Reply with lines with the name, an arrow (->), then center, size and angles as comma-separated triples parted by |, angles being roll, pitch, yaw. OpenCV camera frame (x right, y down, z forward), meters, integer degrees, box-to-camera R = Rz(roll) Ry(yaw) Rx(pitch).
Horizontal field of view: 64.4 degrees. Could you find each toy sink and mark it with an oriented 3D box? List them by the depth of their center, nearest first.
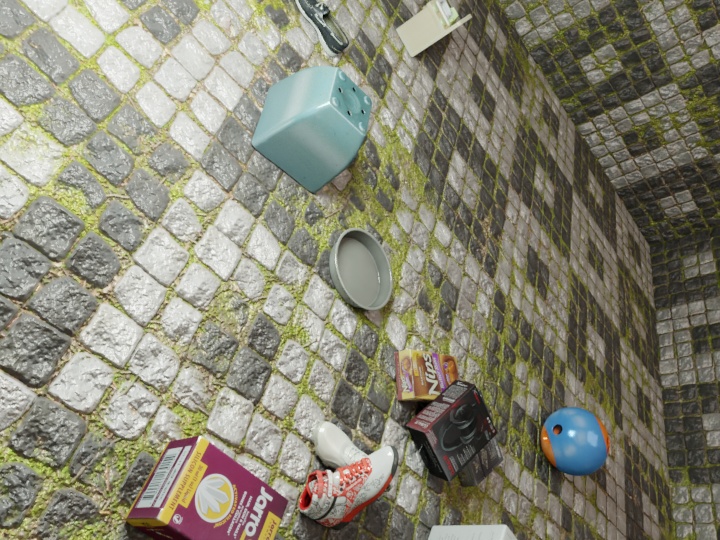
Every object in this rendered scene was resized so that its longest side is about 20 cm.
toy sink -> 0.237, -0.803, 1.848 | 0.112, 0.199, 0.130 | 56, 42, -15

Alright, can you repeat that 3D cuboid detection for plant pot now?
plant pot -> -0.086, -0.331, 1.268 | 0.196, 0.199, 0.197 | 35, 49, -35

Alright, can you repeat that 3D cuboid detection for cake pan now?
cake pan -> 0.000, 0.000, 1.350 | 0.200, 0.037, 0.202 | 23, 58, -42

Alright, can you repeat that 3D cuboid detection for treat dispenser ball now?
treat dispenser ball -> 0.658, 0.524, 1.758 | 0.200, 0.200, 0.202 | 23, 57, -42

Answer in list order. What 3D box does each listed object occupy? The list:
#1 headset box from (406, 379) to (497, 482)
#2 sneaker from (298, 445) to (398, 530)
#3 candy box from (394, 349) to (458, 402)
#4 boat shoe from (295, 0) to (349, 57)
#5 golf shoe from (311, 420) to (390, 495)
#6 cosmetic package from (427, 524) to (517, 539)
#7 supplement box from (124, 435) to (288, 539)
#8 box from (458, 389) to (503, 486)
headset box -> 0.211, 0.381, 1.349 | 0.199, 0.077, 0.150 | -34, 107, -28
sneaker -> -0.026, 0.386, 1.046 | 0.108, 0.202, 0.067 | 35, 13, -25
candy box -> 0.169, 0.266, 1.418 | 0.199, 0.056, 0.118 | 15, 64, -43
boat shoe -> -0.100, -0.668, 1.507 | 0.200, 0.060, 0.076 | 53, 42, -20
golf shoe -> -0.012, 0.370, 1.130 | 0.200, 0.097, 0.078 | 53, 43, -17
cosmetic package -> 0.247, 0.665, 1.218 | 0.167, 0.199, 0.168 | 54, 42, -17
supplement box -> -0.228, 0.365, 0.874 | 0.200, 0.103, 0.131 | 46, 44, -26
box -> 0.290, 0.432, 1.490 | 0.158, 0.048, 0.202 | -16, 86, -49
